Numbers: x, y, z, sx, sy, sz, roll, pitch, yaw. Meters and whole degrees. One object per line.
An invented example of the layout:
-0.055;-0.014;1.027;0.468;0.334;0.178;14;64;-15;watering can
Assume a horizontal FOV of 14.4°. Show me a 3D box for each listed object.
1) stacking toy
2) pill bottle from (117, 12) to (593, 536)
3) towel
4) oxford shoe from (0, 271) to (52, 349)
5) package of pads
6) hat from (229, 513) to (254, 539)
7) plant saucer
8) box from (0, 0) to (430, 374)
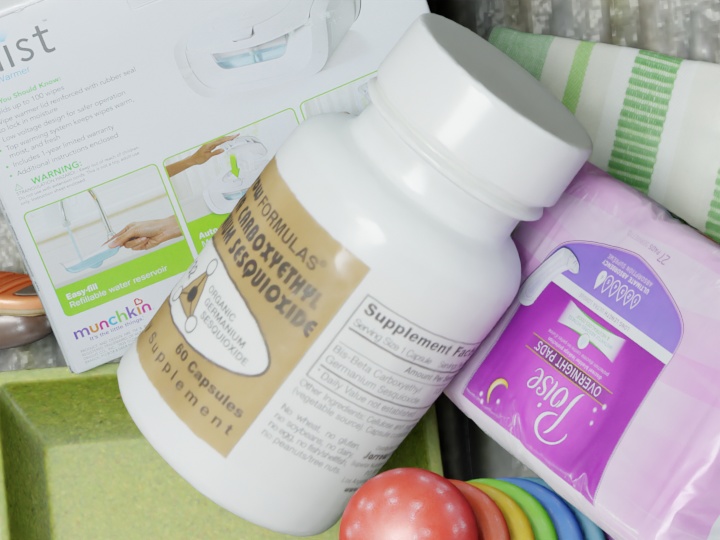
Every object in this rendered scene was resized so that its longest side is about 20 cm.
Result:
0.051;0.117;1.154;0.085;0.200;0.086;-5;78;22;stacking toy
0.000;0.000;1.163;0.114;0.114;0.200;45;107;24;pill bottle
0.131;-0.018;1.245;0.199;0.023;0.153;11;84;27;towel
-0.225;0.044;1.374;0.199;0.071;0.073;-10;95;26;oxford shoe
0.119;0.045;1.139;0.121;0.076;0.200;-57;33;3;package of pads
-0.140;0.159;1.290;0.200;0.081;0.202;3;74;-10;hat
-0.059;0.139;1.244;0.199;0.048;0.201;-4;76;-12;plant saucer
-0.068;-0.080;1.218;0.199;0.177;0.097;-23;32;-3;box
